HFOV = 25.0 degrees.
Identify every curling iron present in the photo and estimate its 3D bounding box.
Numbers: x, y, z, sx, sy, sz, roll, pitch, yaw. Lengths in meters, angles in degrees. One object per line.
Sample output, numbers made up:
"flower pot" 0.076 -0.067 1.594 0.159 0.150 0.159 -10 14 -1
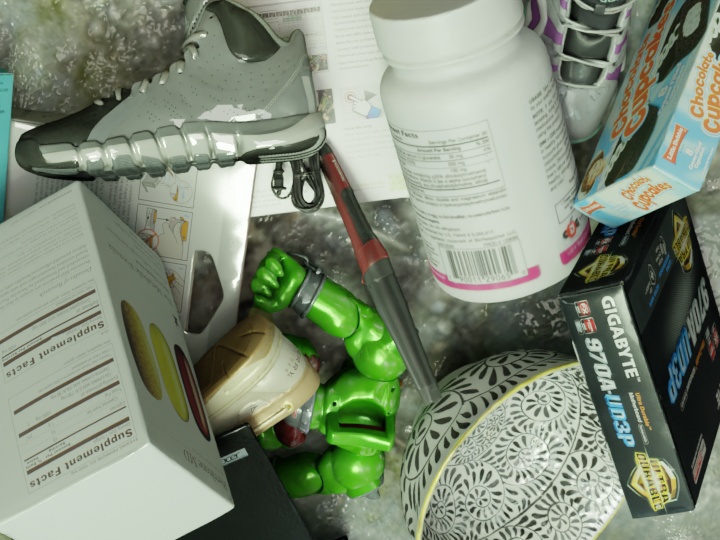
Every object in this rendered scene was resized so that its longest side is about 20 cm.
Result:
"curling iron" 0.000 0.000 1.083 0.049 0.026 0.201 -30 89 -4

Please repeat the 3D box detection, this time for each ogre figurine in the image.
"ogre figurine" -0.030 0.090 1.133 0.119 0.098 0.202 14 97 3

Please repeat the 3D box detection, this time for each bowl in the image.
"bowl" 0.096 0.125 1.133 0.199 0.094 0.202 -21 131 -26

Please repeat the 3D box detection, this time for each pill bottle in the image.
"pill bottle" 0.077 -0.091 1.059 0.112 0.114 0.201 -16 117 2

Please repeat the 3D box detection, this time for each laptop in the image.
"laptop" -0.118 0.184 1.125 0.176 0.200 0.104 -23 83 6

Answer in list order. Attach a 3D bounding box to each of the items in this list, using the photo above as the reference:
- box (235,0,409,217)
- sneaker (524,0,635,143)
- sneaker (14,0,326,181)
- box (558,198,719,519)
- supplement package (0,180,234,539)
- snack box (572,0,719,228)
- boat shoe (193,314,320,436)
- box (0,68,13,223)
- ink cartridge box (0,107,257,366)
"box" -0.040 -0.141 1.098 0.143 0.036 0.202 -7 108 -1
"sneaker" 0.148 -0.171 1.041 0.077 0.140 0.202 1 106 -3
"sneaker" -0.125 -0.122 1.044 0.198 0.075 0.117 -6 87 -9
"box" 0.195 0.044 1.077 0.046 0.200 0.160 -12 108 25
"supplement package" -0.171 0.069 1.005 0.109 0.201 0.114 -28 145 10
"snack box" 0.206 -0.131 1.027 0.037 0.116 0.201 27 73 -11
"boat shoe" -0.106 0.110 1.087 0.069 0.074 0.200 37 125 -22
"box" -0.281 -0.041 1.087 0.082 0.049 0.202 20 110 35
"ink cartridge box" -0.168 0.001 1.123 0.174 0.045 0.202 8 107 -2
